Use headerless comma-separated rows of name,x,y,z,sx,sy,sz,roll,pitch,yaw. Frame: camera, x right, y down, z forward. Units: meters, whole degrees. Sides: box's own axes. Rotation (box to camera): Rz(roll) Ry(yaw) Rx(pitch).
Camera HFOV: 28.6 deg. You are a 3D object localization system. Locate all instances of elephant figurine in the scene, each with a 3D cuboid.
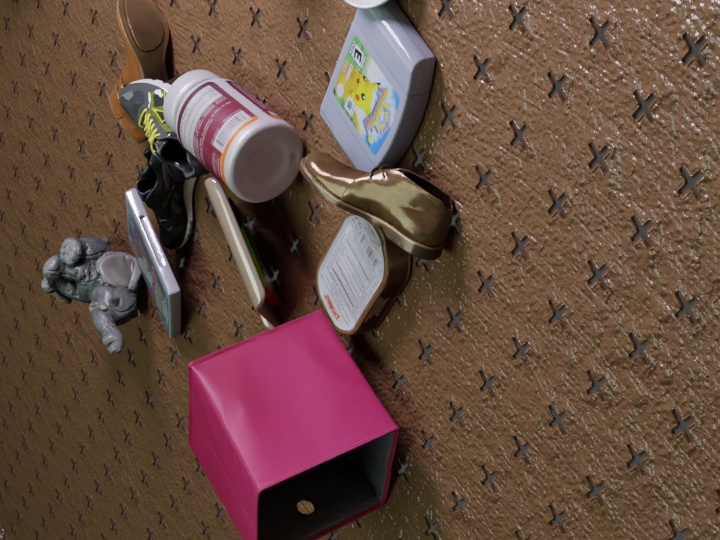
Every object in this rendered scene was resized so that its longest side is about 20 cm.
elephant figurine,-0.417,0.038,2.339,0.199,0.156,0.142,33,172,15

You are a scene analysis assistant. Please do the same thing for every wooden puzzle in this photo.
wooden puzzle,-0.152,-0.021,1.908,0.200,0.037,0.186,84,163,-77

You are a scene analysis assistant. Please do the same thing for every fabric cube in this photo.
fabric cube,-0.090,0.211,1.778,0.200,0.195,0.201,54,155,30

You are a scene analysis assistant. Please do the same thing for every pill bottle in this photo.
pill bottle,-0.171,-0.181,1.847,0.200,0.114,0.115,41,135,44

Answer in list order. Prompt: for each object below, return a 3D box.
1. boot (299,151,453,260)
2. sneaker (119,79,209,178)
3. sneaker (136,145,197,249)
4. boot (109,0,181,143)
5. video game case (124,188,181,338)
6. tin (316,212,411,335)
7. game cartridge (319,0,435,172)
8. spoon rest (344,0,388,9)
boot,0.021,-0.095,1.597,0.199,0.073,0.076,32,121,20
sneaker,-0.271,-0.200,1.980,0.199,0.085,0.075,33,132,20
sneaker,-0.298,-0.114,2.105,0.076,0.087,0.201,47,140,37
boot,-0.335,-0.295,2.091,0.154,0.073,0.201,-29,82,53
video game case,-0.322,-0.008,2.200,0.200,0.023,0.183,106,140,-68
tin,0.000,0.000,1.724,0.113,0.042,0.200,64,148,25
game cartridge,0.019,-0.200,1.608,0.134,0.040,0.201,54,143,25
spoon rest,-0.010,-0.381,1.539,0.099,0.060,0.201,-27,77,34
